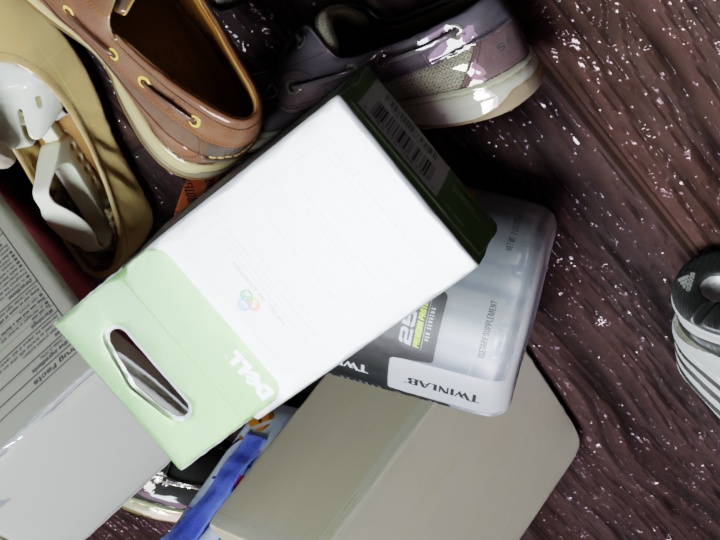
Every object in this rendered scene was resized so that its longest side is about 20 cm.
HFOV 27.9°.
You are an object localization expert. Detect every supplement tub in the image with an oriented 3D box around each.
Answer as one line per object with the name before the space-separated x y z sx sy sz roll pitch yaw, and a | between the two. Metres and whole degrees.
supplement tub | 0.000 0.000 0.810 0.200 0.123 0.123 14 139 8

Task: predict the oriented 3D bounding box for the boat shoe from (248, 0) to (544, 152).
boat shoe | -0.006 -0.105 0.743 0.200 0.072 0.065 -3 120 32

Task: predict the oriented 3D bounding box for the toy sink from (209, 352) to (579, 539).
toy sink | 0.024 0.134 0.925 0.112 0.200 0.130 11 145 48

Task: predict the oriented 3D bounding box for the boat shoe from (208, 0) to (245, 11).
boat shoe | -0.052 -0.203 0.657 0.074 0.076 0.200 46 151 14

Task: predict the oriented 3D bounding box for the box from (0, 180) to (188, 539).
box | -0.208 0.053 0.868 0.200 0.128 0.109 47 178 38

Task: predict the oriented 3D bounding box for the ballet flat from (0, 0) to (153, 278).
ballet flat | -0.179 -0.076 0.849 0.069 0.063 0.200 -6 133 26

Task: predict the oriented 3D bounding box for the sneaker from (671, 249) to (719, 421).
sneaker | 0.272 0.056 0.808 0.200 0.076 0.115 15 149 19

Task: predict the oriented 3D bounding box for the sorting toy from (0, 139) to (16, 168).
sorting toy | -0.306 -0.111 0.834 0.185 0.036 0.200 47 154 -26

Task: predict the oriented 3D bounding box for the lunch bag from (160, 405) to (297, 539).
lunch bag | -0.061 0.198 0.984 0.076 0.200 0.160 7 142 40

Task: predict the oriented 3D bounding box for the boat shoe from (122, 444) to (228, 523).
boat shoe | -0.166 0.132 1.066 0.201 0.072 0.066 12 119 8

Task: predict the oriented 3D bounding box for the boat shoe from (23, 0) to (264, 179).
boat shoe | -0.113 -0.137 0.698 0.200 0.072 0.068 52 154 -6

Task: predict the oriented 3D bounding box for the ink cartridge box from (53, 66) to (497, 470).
ink cartridge box | -0.043 0.002 0.722 0.200 0.059 0.104 -36 99 24
